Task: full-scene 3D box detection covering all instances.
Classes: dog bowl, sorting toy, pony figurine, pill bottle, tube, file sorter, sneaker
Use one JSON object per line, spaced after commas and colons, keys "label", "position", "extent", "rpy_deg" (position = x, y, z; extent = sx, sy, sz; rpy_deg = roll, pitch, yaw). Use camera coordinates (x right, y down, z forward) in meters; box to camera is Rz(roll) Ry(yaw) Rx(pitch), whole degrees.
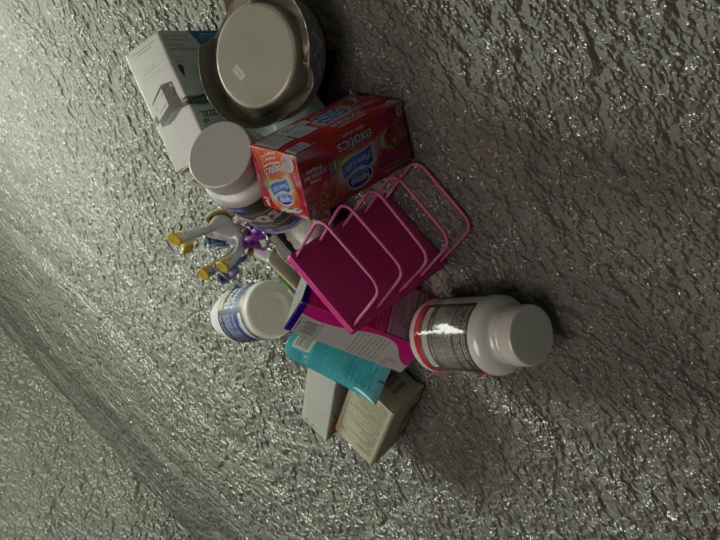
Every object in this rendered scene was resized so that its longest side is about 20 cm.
{"label": "dog bowl", "position": [-0.134, -0.297, 1.288], "extent": [0.199, 0.059, 0.201], "rpy_deg": [5, 100, 34]}
{"label": "sorting toy", "position": [-0.076, 0.061, 1.575], "extent": [0.185, 0.036, 0.200], "rpy_deg": [44, 177, 18]}
{"label": "pony figurine", "position": [-0.210, -0.062, 1.616], "extent": [0.193, 0.200, 0.167], "rpy_deg": [29, 136, 11]}
{"label": "pill bottle", "position": [-0.216, 0.083, 1.802], "extent": [0.200, 0.111, 0.111], "rpy_deg": [-13, 109, 57]}
{"label": "tube", "position": [-0.038, 0.155, 1.559], "extent": [0.199, 0.078, 0.050], "rpy_deg": [19, 179, 34]}
{"label": "pill bottle", "position": [0.168, 0.090, 1.286], "extent": [0.200, 0.111, 0.111], "rpy_deg": [-6, 114, 56]}
{"label": "file sorter", "position": [0.031, -0.039, 1.268], "extent": [0.139, 0.200, 0.125], "rpy_deg": [49, 146, 9]}
{"label": "pill bottle", "position": [-0.155, -0.131, 1.317], "extent": [0.114, 0.114, 0.200], "rpy_deg": [39, -178, 24]}
{"label": "sneaker", "position": [-0.083, -0.098, 1.456], "extent": [0.081, 0.076, 0.200], "rpy_deg": [-54, 56, 33]}

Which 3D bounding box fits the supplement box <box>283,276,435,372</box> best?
{"label": "supplement box", "position": [0.000, 0.065, 1.414], "extent": [0.199, 0.104, 0.101], "rpy_deg": [23, 148, -9]}

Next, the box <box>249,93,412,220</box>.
{"label": "box", "position": [-0.036, -0.157, 1.244], "extent": [0.099, 0.200, 0.096], "rpy_deg": [19, 131, 43]}

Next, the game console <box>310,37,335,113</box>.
{"label": "game console", "position": [-0.117, -0.303, 1.381], "extent": [0.177, 0.031, 0.200], "rpy_deg": [44, 148, 19]}

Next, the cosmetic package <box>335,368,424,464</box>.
{"label": "cosmetic package", "position": [0.032, 0.244, 1.640], "extent": [0.103, 0.087, 0.200], "rpy_deg": [43, 146, 17]}

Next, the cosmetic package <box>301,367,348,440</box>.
{"label": "cosmetic package", "position": [-0.044, 0.214, 1.702], "extent": [0.071, 0.101, 0.200], "rpy_deg": [39, 146, 23]}

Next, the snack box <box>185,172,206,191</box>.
{"label": "snack box", "position": [-0.260, -0.221, 1.521], "extent": [0.024, 0.072, 0.201], "rpy_deg": [-26, 59, 30]}

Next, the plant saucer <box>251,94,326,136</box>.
{"label": "plant saucer", "position": [-0.097, -0.217, 1.386], "extent": [0.201, 0.039, 0.202], "rpy_deg": [29, 141, 26]}

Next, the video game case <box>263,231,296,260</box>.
{"label": "video game case", "position": [-0.139, -0.102, 1.507], "extent": [0.200, 0.143, 0.019], "rpy_deg": [49, 115, 9]}

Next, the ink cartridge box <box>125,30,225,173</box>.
{"label": "ink cartridge box", "position": [-0.256, -0.267, 1.449], "extent": [0.084, 0.145, 0.201], "rpy_deg": [-24, 90, 32]}
